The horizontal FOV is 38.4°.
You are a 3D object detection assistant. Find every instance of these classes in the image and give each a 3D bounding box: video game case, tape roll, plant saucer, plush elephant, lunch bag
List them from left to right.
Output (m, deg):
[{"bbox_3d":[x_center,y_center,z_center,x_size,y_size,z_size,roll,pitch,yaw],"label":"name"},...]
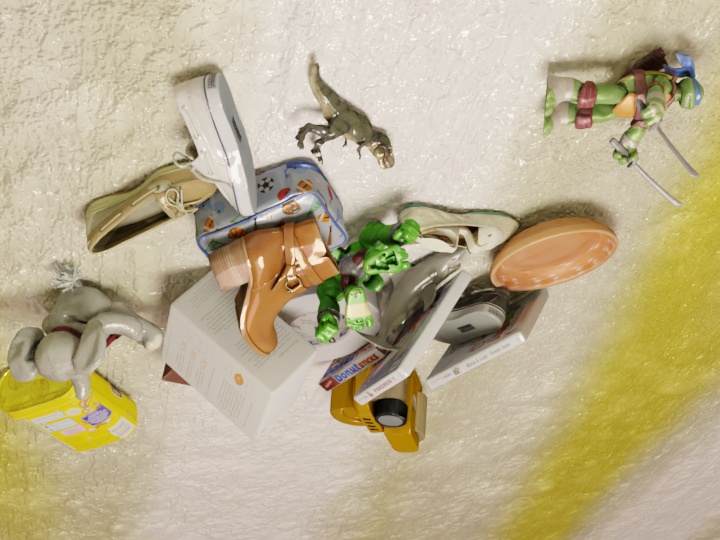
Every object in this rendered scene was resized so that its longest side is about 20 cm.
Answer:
[{"bbox_3d":[-0.404,0.107,1.479,0.163,0.156,0.201,0,144,23],"label":"plush elephant"},{"bbox_3d":[-0.124,-0.059,1.407,0.198,0.076,0.160,-19,147,11],"label":"lunch bag"},{"bbox_3d":[-0.068,0.065,1.608,0.198,0.067,0.201,-8,147,-5],"label":"tape roll"},{"bbox_3d":[0.078,0.103,1.576,0.023,0.201,0.182,38,151,-5],"label":"video game case"},{"bbox_3d":[0.207,0.107,1.664,0.181,0.200,0.024,-31,96,28],"label":"video game case"},{"bbox_3d":[0.290,-0.028,1.571,0.198,0.038,0.201,-11,157,-5],"label":"plant saucer"}]

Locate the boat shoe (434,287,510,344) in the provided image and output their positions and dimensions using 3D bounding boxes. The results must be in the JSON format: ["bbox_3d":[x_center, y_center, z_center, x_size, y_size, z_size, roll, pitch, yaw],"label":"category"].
[{"bbox_3d":[0.168,0.071,1.669,0.071,0.064,0.199,41,150,-23],"label":"boat shoe"}]

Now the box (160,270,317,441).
[{"bbox_3d":[-0.183,0.123,1.529,0.106,0.200,0.153,-42,166,-37],"label":"box"}]

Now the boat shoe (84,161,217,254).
[{"bbox_3d":[-0.270,-0.079,1.346,0.199,0.064,0.073,-18,145,12],"label":"boat shoe"}]

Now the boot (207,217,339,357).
[{"bbox_3d":[-0.100,0.025,1.383,0.153,0.074,0.201,-20,135,0],"label":"boot"}]

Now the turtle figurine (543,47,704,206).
[{"bbox_3d":[0.322,-0.172,1.275,0.192,0.144,0.202,4,104,10],"label":"turtle figurine"}]

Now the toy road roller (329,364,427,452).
[{"bbox_3d":[0.031,0.235,1.840,0.144,0.124,0.200,-4,148,17],"label":"toy road roller"}]

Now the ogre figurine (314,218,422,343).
[{"bbox_3d":[0.000,0.000,1.447,0.097,0.120,0.202,17,105,-21],"label":"ogre figurine"}]

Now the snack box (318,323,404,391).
[{"bbox_3d":[-0.001,0.139,1.692,0.024,0.072,0.200,40,144,-9],"label":"snack box"}]

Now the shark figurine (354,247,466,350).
[{"bbox_3d":[0.058,0.034,1.569,0.090,0.215,0.128,45,160,-9],"label":"shark figurine"}]

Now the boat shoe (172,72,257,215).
[{"bbox_3d":[-0.185,-0.145,1.259,0.085,0.075,0.203,-7,137,8],"label":"boat shoe"}]

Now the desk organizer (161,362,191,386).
[{"bbox_3d":[-0.222,0.151,1.688,0.199,0.072,0.077,17,140,-34],"label":"desk organizer"}]

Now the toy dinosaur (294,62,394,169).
[{"bbox_3d":[-0.035,-0.177,1.286,0.088,0.048,0.200,-37,139,12],"label":"toy dinosaur"}]

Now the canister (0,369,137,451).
[{"bbox_3d":[-0.477,0.221,1.708,0.147,0.087,0.200,-18,147,11],"label":"canister"}]

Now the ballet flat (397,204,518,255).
[{"bbox_3d":[0.144,-0.049,1.501,0.198,0.063,0.068,4,143,-21],"label":"ballet flat"}]
